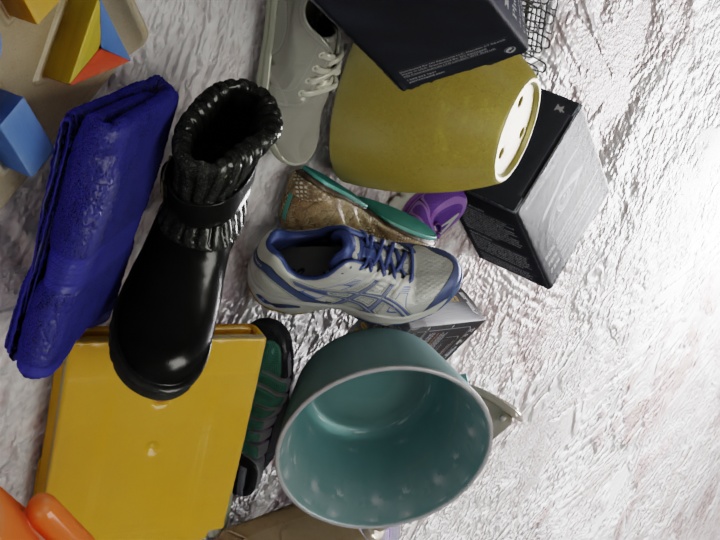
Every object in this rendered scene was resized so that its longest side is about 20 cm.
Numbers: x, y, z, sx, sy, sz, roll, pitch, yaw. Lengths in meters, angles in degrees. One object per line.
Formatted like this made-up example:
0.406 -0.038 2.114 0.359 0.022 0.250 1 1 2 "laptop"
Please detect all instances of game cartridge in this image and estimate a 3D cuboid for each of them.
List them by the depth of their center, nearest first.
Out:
-0.178 0.139 1.155 0.175 0.032 0.201 1 115 -32 "game cartridge"

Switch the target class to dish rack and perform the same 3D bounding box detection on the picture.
0.163 -0.256 1.450 0.200 0.054 0.154 -34 140 -44 "dish rack"

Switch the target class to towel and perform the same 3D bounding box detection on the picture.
-0.194 -0.036 0.994 0.148 0.049 0.201 -61 173 -69 "towel"

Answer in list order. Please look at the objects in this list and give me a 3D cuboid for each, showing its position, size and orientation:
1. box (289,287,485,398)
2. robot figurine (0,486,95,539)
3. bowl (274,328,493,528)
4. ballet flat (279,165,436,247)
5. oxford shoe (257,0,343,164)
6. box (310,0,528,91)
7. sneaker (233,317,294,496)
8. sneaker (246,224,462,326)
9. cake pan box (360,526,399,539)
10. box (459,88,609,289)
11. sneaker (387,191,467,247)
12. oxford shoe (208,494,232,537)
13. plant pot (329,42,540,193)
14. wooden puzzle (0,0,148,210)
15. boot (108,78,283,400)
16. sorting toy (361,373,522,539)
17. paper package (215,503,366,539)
0.016 0.102 1.415 0.200 0.048 0.158 -49 157 24 "box"
-0.281 0.221 1.023 0.144 0.116 0.200 -54 150 -19 "robot figurine"
0.014 0.132 1.288 0.199 0.105 0.202 -6 128 -8 "bowl"
-0.007 -0.041 1.317 0.199 0.070 0.066 23 103 -44 "ballet flat"
-0.044 -0.173 1.155 0.075 0.058 0.201 -36 142 -45 "oxford shoe"
0.034 -0.275 1.060 0.198 0.122 0.201 30 49 -61 "box"
-0.095 0.114 1.314 0.088 0.074 0.201 -46 158 -54 "sneaker"
0.000 0.000 1.243 0.088 0.198 0.076 110 -25 -61 "sneaker"
-0.005 0.306 1.525 0.184 0.052 0.202 2 91 -73 "cake pan box"
0.188 -0.096 1.564 0.148 0.104 0.200 -56 150 -14 "box"
0.052 -0.019 1.422 0.200 0.083 0.081 -44 145 -34 "sneaker"
-0.148 0.151 1.252 0.075 0.057 0.201 -69 163 -64 "oxford shoe"
0.081 -0.151 1.272 0.200 0.141 0.201 -54 157 -36 "plant pot"
-0.224 -0.143 0.905 0.200 0.046 0.186 -52 149 -21 "wooden puzzle"
-0.124 -0.025 1.030 0.158 0.079 0.212 124 -22 -53 "boot"
0.073 0.178 1.477 0.200 0.107 0.180 -41 167 6 "sorting toy"
-0.101 0.329 1.355 0.200 0.104 0.190 -50 159 27 "paper package"
